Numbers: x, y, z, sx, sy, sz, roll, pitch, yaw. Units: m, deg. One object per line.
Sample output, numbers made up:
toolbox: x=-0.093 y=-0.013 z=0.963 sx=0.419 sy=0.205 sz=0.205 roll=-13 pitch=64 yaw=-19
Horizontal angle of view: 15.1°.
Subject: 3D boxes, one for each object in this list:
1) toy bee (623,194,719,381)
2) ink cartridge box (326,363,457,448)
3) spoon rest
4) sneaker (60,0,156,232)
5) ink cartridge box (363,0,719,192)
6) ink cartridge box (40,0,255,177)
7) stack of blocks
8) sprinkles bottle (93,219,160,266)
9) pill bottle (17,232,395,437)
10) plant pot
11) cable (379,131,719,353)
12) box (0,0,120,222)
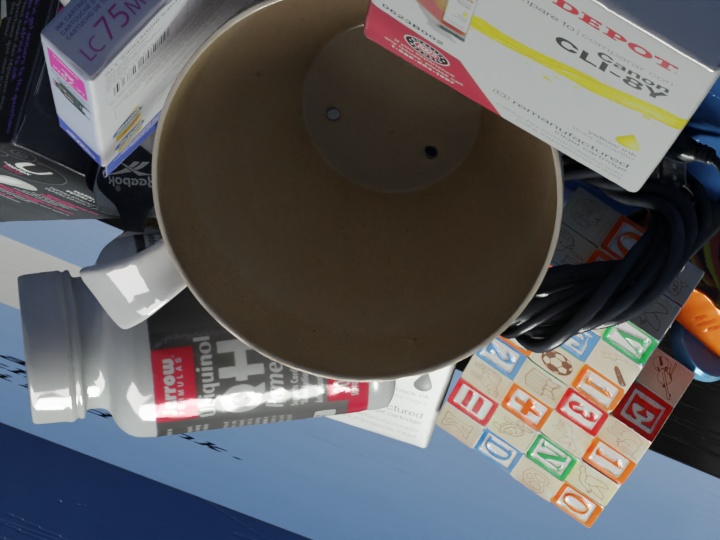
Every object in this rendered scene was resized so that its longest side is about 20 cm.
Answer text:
toy bee: x=0.228 y=0.022 z=1.588 sx=0.130 sy=0.109 sz=0.201 roll=2 pitch=132 yaw=39
ink cartridge box: x=0.000 y=0.000 z=1.621 sx=0.146 sy=0.083 sz=0.201 roll=17 pitch=141 yaw=2
spoon rest: x=-0.062 y=-0.050 z=1.429 sx=0.060 sy=0.200 sz=0.100 roll=-9 pitch=124 yaw=53
sneaker: x=-0.119 y=-0.092 z=1.466 sx=0.079 sy=0.130 sz=0.199 roll=9 pitch=165 yaw=29
ink cartridge box: x=0.085 y=-0.121 z=1.098 sx=0.145 sy=0.084 sz=0.200 roll=31 pitch=168 yaw=3
ink cartridge box: x=-0.101 y=-0.119 z=1.345 sx=0.042 sy=0.119 sz=0.200 roll=41 pitch=169 yaw=8
stack of blocks: x=0.129 y=0.054 z=1.568 sx=0.115 sy=0.059 sz=0.200 roll=34 pitch=146 yaw=6
sprinkles bottle: x=-0.105 y=-0.023 z=1.642 sx=0.068 sy=0.069 sz=0.200 roll=16 pitch=-153 yaw=6
pill bottle: x=-0.085 y=0.032 z=1.488 sx=0.199 sy=0.112 sz=0.111 roll=-7 pitch=170 yaw=-7
plant pot: x=0.008 y=-0.063 z=1.356 sx=0.199 sy=0.201 sz=0.135 roll=17 pitch=-157 yaw=3
cable: x=0.087 y=-0.022 z=1.440 sx=0.199 sy=0.163 sz=0.051 roll=11 pitch=138 yaw=28
box: x=-0.193 y=-0.097 z=1.599 sx=0.122 sy=0.107 sz=0.199 roll=24 pitch=166 yaw=-36
